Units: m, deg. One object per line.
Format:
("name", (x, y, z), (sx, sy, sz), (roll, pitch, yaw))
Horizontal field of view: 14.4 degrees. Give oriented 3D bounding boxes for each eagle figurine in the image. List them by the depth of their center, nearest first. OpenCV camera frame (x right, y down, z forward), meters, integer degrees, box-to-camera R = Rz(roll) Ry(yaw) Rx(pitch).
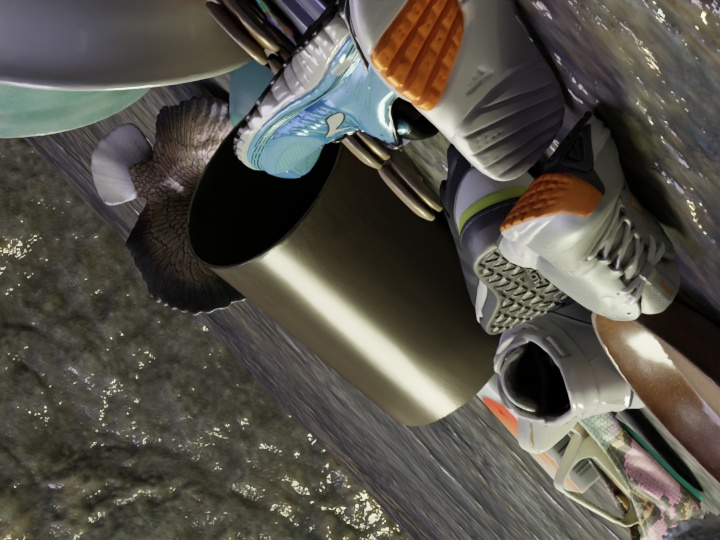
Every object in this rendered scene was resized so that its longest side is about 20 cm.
("eagle figurine", (-0.128, -0.062, 2.298), (0.152, 0.150, 0.200), (58, -179, -10))

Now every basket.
("basket", (0.000, 0.000, 1.894), (0.200, 0.136, 0.181), (45, -163, -27))

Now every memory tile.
("memory tile", (-0.031, -0.114, 1.727), (0.200, 0.017, 0.153), (44, -174, -27))

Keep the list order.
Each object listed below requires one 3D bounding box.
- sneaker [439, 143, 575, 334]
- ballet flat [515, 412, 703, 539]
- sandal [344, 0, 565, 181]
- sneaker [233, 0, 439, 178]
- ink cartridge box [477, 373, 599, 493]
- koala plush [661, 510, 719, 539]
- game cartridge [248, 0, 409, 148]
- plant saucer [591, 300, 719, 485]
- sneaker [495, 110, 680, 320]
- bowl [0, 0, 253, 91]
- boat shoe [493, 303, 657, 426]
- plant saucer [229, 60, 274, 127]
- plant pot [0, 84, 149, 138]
("sneaker", (0.086, -0.028, 1.628), (0.200, 0.071, 0.083), (73, 176, -70))
("ballet flat", (0.148, 0.111, 1.884), (0.200, 0.071, 0.069), (50, 172, -20))
("sandal", (0.033, -0.112, 1.362), (0.059, 0.079, 0.207), (36, 170, 37))
("sneaker", (-0.003, -0.089, 1.546), (0.090, 0.079, 0.200), (36, 153, -5))
("ink cartridge box", (0.101, 0.088, 2.097), (0.162, 0.050, 0.200), (47, 169, -5))
("koala plush", (0.235, 0.225, 1.514), (0.199, 0.178, 0.184), (27, 144, -5))
("game cartridge", (-0.031, -0.156, 1.645), (0.200, 0.038, 0.130), (46, 168, 0))
("plant saucer", (0.209, 0.083, 1.572), (0.200, 0.034, 0.200), (46, 173, 8))
("sneaker", (0.124, -0.018, 1.425), (0.092, 0.076, 0.200), (38, 179, 5))
("bowl", (-0.162, -0.181, 1.805), (0.201, 0.200, 0.091), (33, 127, 59))
("boat shoe", (0.114, 0.063, 1.747), (0.200, 0.065, 0.072), (-166, 62, -70))
("plant saucer", (-0.032, -0.070, 2.054), (0.200, 0.036, 0.200), (45, 172, 8))
("plant pot", (-0.243, -0.203, 2.033), (0.200, 0.199, 0.135), (38, 142, 43))
